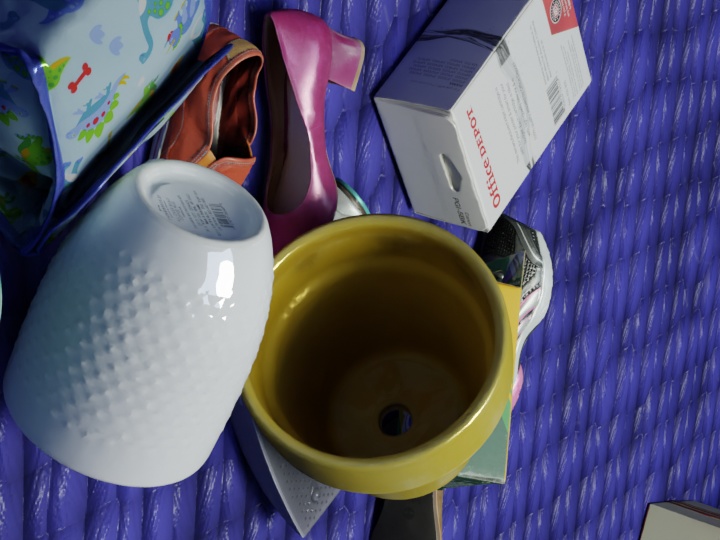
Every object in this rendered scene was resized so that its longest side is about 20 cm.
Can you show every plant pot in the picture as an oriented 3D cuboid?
[{"bbox_3d":[0.019,0.086,1.344,0.201,0.200,0.189,-61,161,-19],"label":"plant pot"}]

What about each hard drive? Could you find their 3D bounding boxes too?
[{"bbox_3d":[-0.050,0.107,1.450,0.135,0.042,0.200,-50,140,-33],"label":"hard drive"}]

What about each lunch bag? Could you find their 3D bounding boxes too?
[{"bbox_3d":[-0.171,-0.124,1.094,0.170,0.127,0.200,-51,159,-31],"label":"lunch bag"}]

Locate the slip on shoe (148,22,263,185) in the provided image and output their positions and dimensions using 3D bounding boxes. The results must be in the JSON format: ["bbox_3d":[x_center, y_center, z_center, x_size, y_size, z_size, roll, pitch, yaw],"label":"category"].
[{"bbox_3d":[-0.108,-0.074,1.262,0.074,0.061,0.200,-12,115,-57],"label":"slip on shoe"}]

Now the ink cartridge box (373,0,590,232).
[{"bbox_3d":[0.108,-0.156,1.536,0.200,0.083,0.147,-54,143,-29],"label":"ink cartridge box"}]

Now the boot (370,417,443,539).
[{"bbox_3d":[0.056,0.225,1.648,0.075,0.073,0.200,-21,118,-59],"label":"boot"}]

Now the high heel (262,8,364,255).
[{"bbox_3d":[-0.059,-0.093,1.332,0.096,0.067,0.200,13,99,-46],"label":"high heel"}]

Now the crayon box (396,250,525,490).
[{"bbox_3d":[0.084,0.085,1.540,0.051,0.126,0.200,12,76,-22],"label":"crayon box"}]

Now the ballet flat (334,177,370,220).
[{"bbox_3d":[0.000,0.000,1.471,0.070,0.069,0.200,-61,142,-20],"label":"ballet flat"}]

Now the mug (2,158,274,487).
[{"bbox_3d":[-0.137,0.009,1.156,0.147,0.200,0.176,14,122,-22],"label":"mug"}]

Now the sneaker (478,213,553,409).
[{"bbox_3d":[0.117,0.046,1.654,0.086,0.080,0.201,6,93,-47],"label":"sneaker"}]

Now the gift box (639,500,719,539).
[{"bbox_3d":[0.461,0.384,2.231,0.200,0.186,0.185,1,104,-56],"label":"gift box"}]
